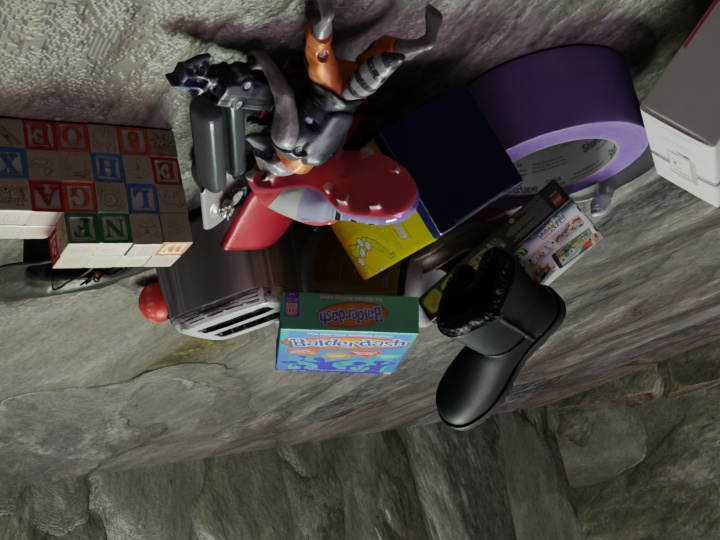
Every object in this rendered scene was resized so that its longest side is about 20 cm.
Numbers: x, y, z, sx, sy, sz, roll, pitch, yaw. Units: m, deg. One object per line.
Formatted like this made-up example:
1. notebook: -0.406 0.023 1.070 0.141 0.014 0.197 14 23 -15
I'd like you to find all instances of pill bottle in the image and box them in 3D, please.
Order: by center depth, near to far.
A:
1. pill bottle: 0.000 0.000 1.167 0.198 0.114 0.112 9 172 23

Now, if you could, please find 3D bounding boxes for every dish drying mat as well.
1. dish drying mat: -0.074 -0.092 0.969 0.076 0.018 0.201 -2 141 -40

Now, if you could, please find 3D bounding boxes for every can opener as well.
1. can opener: -0.141 -0.106 0.895 0.053 0.066 0.201 -46 168 -24

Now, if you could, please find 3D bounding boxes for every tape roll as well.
1. tape roll: 0.192 -0.144 0.988 0.197 0.086 0.200 -13 163 -4

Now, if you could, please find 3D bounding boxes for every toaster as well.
1. toaster: -0.146 -0.001 1.110 0.198 0.131 0.113 -19 163 20

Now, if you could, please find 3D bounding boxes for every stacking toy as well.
1. stacking toy: -0.201 0.039 1.292 0.197 0.087 0.085 -6 162 -10

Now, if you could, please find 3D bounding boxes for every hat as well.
1. hat: -0.296 -0.032 0.987 0.198 0.082 0.201 -14 172 -2

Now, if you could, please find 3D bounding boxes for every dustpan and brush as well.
1. dustpan and brush: 0.287 -0.105 1.106 0.138 0.058 0.200 -22 -177 30

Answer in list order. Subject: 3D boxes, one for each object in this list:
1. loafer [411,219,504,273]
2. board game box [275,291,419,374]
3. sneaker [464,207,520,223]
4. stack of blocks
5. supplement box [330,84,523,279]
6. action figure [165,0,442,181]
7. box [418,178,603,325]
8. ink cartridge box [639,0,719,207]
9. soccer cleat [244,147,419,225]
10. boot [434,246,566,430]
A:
1. loafer: 0.139 -0.015 1.092 0.199 0.072 0.073 -8 166 -45
2. board game box: -0.022 0.076 1.099 0.150 0.046 0.200 2 161 -5
3. sneaker: 0.161 -0.087 1.153 0.198 0.082 0.088 -14 169 22
4. stack of blocks: -0.258 -0.066 0.840 0.198 0.117 0.058 0 159 -35
5. supplement box: 0.050 -0.080 0.939 0.108 0.110 0.200 -32 -179 -24
6. action figure: -0.047 -0.144 0.772 0.198 0.105 0.194 -8 151 -38
7. box: 0.168 -0.002 1.053 0.200 0.035 0.110 -42 142 12
8. ink cartridge box: 0.356 -0.166 0.932 0.147 0.082 0.200 -56 155 3
9. soccer cleat: -0.020 -0.070 0.867 0.198 0.067 0.077 12 155 38
10. boot: 0.119 0.075 1.007 0.201 0.077 0.168 -50 144 10
